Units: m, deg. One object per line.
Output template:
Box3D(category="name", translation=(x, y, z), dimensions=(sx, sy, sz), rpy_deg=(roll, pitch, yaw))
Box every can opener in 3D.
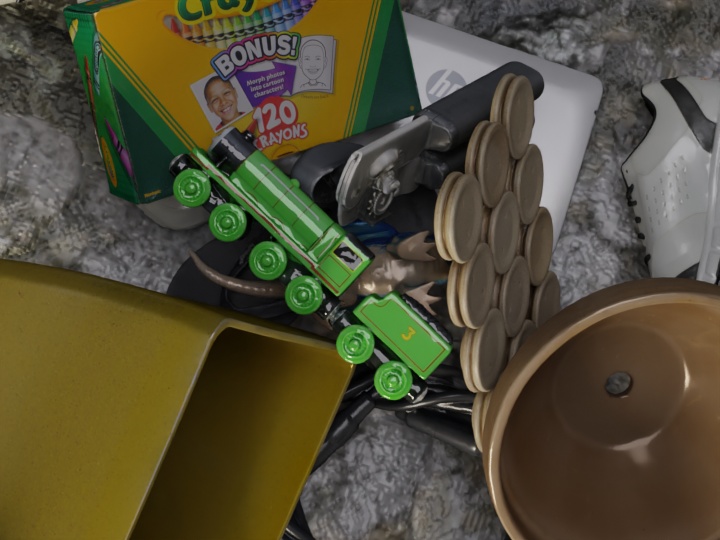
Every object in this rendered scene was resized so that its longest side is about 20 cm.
Box3D(category="can opener", translation=(0.035, -0.085, 1.215), dimensions=(0.067, 0.054, 0.200), rpy_deg=(30, 37, 24))

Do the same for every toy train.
Box3D(category="toy train", translation=(-0.027, -0.005, 1.140), dimensions=(0.200, 0.042, 0.056), rpy_deg=(44, 96, 1))

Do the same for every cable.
Box3D(category="cable", translation=(0.030, 0.137, 1.242), dimensions=(0.198, 0.051, 0.164), rpy_deg=(-6, 76, -3))

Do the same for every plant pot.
Box3D(category="plant pot", translation=(0.167, 0.087, 1.189), dimensions=(0.199, 0.093, 0.202), rpy_deg=(-3, 113, -7))
Box3D(category="plant pot", translation=(-0.146, 0.094, 1.147), dimensions=(0.176, 0.200, 0.201), rpy_deg=(25, 92, 23))

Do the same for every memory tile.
Box3D(category="memory tile", translation=(0.084, -0.004, 1.181), dimensions=(0.017, 0.201, 0.154), rpy_deg=(6, 41, 23))

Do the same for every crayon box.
Box3D(category="crayon box", translation=(-0.070, -0.128, 1.211), dimensions=(0.199, 0.058, 0.120), rpy_deg=(-20, 107, -23))

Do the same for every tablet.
Box3D(category="tablet", translation=(0.050, -0.097, 1.296), dimensions=(0.199, 0.014, 0.131), rpy_deg=(19, 79, -2))

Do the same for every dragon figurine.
Box3D(category="dragon figurine", translation=(0.000, 0.000, 1.210), dimensions=(0.198, 0.099, 0.059), rpy_deg=(-8, 94, 2))

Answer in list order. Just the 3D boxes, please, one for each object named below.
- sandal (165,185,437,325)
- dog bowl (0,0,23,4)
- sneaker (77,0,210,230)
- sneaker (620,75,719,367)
Box3D(category="sandal", translation=(-0.042, -0.007, 1.251), dimensions=(0.199, 0.043, 0.076), rpy_deg=(-31, 88, -4))
Box3D(category="dog bowl", translation=(-0.223, -0.255, 1.211), dimensions=(0.073, 0.200, 0.202), rpy_deg=(1, 80, -13))
Box3D(category="sneaker", translation=(-0.139, -0.123, 1.251), dimensions=(0.076, 0.081, 0.201), rpy_deg=(-19, 84, -9))
Box3D(category="sneaker", translation=(0.204, -0.032, 1.277), dimensions=(0.079, 0.074, 0.201), rpy_deg=(8, 76, 13))
